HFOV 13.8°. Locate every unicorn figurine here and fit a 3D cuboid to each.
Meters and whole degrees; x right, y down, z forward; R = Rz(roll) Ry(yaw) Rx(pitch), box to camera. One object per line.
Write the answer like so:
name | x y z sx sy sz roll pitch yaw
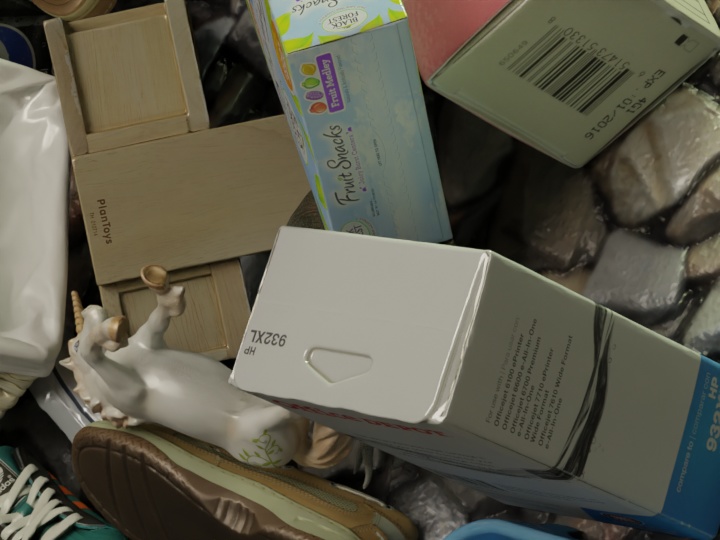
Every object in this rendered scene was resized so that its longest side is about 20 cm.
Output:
unicorn figurine | -0.091 0.052 1.519 0.200 0.138 0.074 33 61 15

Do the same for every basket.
basket | -0.249 -0.015 1.691 0.123 0.135 0.201 -49 35 46

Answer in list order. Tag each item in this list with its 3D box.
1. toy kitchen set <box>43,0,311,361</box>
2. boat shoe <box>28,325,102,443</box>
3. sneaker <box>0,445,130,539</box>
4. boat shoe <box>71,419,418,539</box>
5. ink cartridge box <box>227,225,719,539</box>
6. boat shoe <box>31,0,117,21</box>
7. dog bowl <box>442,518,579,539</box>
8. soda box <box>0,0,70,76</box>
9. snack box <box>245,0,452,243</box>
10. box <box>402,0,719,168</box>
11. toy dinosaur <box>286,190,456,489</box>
toy kitchen set | -0.076 -0.056 1.699 0.162 0.180 0.201 -11 93 -2
boat shoe | -0.125 0.087 1.678 0.067 0.074 0.200 -42 55 4
sneaker | -0.187 0.144 1.655 0.071 0.080 0.200 -40 21 -20
boat shoe | -0.059 0.121 1.570 0.199 0.076 0.072 24 133 28
ink cartridge box | 0.063 0.053 1.393 0.145 0.200 0.084 8 77 47
boat shoe | -0.166 -0.197 1.820 0.071 0.064 0.200 -51 28 14
dog bowl | 0.098 0.177 1.412 0.200 0.049 0.112 12 80 47
soda box | -0.232 -0.143 1.787 0.071 0.200 0.064 36 104 48
snack box | -0.019 -0.130 1.502 0.067 0.169 0.200 -18 50 -3
box | 0.081 -0.173 1.539 0.109 0.128 0.200 -42 46 24
toy dinosaur | 0.000 0.000 1.550 0.102 0.077 0.201 -27 71 1
